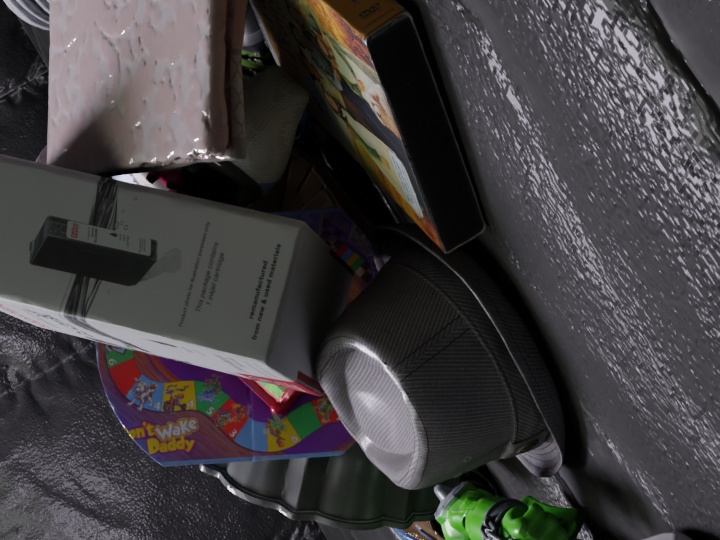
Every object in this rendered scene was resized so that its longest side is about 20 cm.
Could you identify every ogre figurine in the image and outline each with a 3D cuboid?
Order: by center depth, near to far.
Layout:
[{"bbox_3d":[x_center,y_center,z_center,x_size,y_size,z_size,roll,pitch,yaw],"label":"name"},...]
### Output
[{"bbox_3d":[0.113,0.190,1.000,0.199,0.099,0.120,28,178,-38],"label":"ogre figurine"}]

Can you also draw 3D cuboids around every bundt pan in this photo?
[{"bbox_3d":[-0.018,0.096,1.167,0.202,0.200,0.076,45,127,57],"label":"bundt pan"}]

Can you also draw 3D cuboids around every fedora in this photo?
[{"bbox_3d":[0.034,0.065,0.975,0.177,0.090,0.200,54,165,6],"label":"fedora"}]

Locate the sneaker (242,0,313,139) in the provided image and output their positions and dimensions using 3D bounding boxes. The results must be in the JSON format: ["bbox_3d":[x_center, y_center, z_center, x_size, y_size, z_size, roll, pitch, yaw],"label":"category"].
[{"bbox_3d":[-0.086,-0.141,1.061,0.071,0.082,0.200,51,167,37],"label":"sneaker"}]

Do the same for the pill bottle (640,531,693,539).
[{"bbox_3d":[0.163,0.239,0.819,0.201,0.112,0.112,59,170,3],"label":"pill bottle"}]

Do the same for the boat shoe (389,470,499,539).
[{"bbox_3d":[0.074,0.178,1.254,0.200,0.072,0.073,33,149,48],"label":"boat shoe"}]

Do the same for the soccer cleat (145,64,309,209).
[{"bbox_3d":[-0.074,-0.075,1.014,0.070,0.087,0.200,37,170,-12],"label":"soccer cleat"}]

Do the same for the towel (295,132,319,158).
[{"bbox_3d":[-0.094,-0.168,1.209,0.201,0.022,0.145,65,170,-28],"label":"towel"}]

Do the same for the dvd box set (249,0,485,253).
[{"bbox_3d":[-0.010,-0.115,0.904,0.200,0.029,0.147,49,166,47],"label":"dvd box set"}]

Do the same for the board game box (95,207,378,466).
[{"bbox_3d":[-0.076,0.041,1.066,0.039,0.198,0.160,33,-127,-81],"label":"board game box"}]

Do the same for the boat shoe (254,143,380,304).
[{"bbox_3d":[0.000,0.000,1.123,0.200,0.072,0.072,52,-166,5],"label":"boat shoe"}]

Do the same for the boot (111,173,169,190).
[{"bbox_3d":[-0.090,-0.052,1.187,0.200,0.075,0.097,40,145,-15],"label":"boot"}]

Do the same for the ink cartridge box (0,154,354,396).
[{"bbox_3d":[-0.119,0.004,0.982,0.198,0.084,0.144,14,172,14],"label":"ink cartridge box"}]

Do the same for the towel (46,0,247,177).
[{"bbox_3d":[-0.120,-0.150,0.941,0.199,0.032,0.193,-1,88,54],"label":"towel"}]

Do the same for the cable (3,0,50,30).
[{"bbox_3d":[-0.201,-0.262,1.119,0.200,0.069,0.202,33,-129,-70],"label":"cable"}]

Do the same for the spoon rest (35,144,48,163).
[{"bbox_3d":[-0.142,-0.021,1.143,0.199,0.061,0.100,22,134,14],"label":"spoon rest"}]
